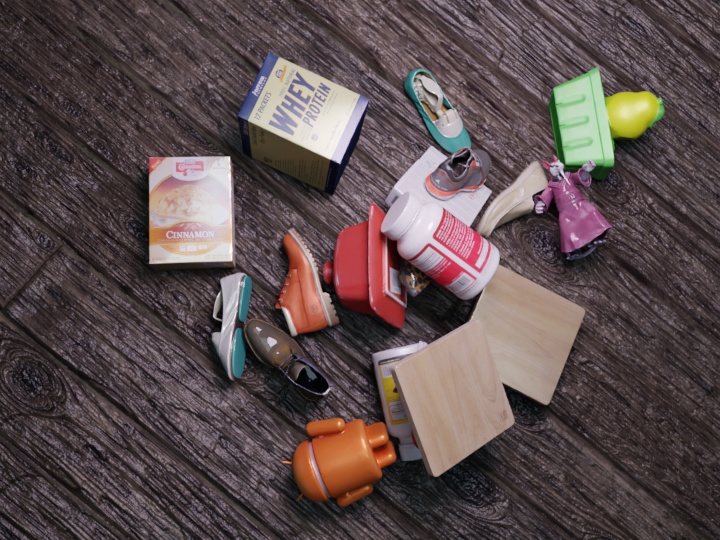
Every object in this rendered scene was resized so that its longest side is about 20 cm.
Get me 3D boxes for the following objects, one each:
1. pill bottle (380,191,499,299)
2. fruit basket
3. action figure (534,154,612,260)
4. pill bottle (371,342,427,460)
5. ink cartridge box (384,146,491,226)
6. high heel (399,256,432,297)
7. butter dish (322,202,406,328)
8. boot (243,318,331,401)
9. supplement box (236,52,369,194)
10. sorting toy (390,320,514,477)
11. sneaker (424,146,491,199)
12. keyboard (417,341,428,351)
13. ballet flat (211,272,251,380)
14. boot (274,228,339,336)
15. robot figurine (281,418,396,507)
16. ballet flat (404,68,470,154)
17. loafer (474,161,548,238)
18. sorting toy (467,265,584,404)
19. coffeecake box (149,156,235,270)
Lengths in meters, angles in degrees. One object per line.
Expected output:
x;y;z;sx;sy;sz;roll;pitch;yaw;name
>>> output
0.137;-0.046;1.288;0.199;0.112;0.113;35;78;-16;pill bottle
0.491;-0.295;1.464;0.213;0.156;0.218;-1;83;8;fruit basket
0.416;-0.134;1.426;0.133;0.149;0.202;-25;76;22;action figure
0.093;0.242;1.357;0.110;0.111;0.202;-10;83;-8;pill bottle
0.155;-0.142;1.432;0.162;0.057;0.200;38;38;2;ink cartridge box
0.154;0.012;1.389;0.198;0.071;0.144;22;53;-28;high heel
0.000;0.000;1.366;0.146;0.200;0.202;-6;73;18;butter dish
-0.128;0.159;1.337;0.200;0.097;0.075;44;71;-9;boot
-0.108;-0.266;1.368;0.198;0.200;0.135;24;78;-1;supplement box
0.150;0.218;1.282;0.197;0.069;0.202;-24;98;-30;sorting toy
0.207;-0.201;1.419;0.077;0.082;0.200;44;45;11;sneaker
0.169;0.201;1.364;0.199;0.011;0.057;37;57;-32;keyboard
-0.245;0.104;1.370;0.069;0.069;0.203;5;76;-6;ballet flat
-0.123;0.024;1.389;0.106;0.075;0.202;-21;83;-2;boot
-0.038;0.340;1.317;0.198;0.144;0.117;-22;50;1;robot figurine
0.157;-0.320;1.474;0.067;0.070;0.201;-35;87;-11;ballet flat
0.307;-0.132;1.459;0.068;0.076;0.200;42;78;7;loafer
0.298;0.124;1.414;0.198;0.070;0.200;27;77;-2;sorting toy
-0.316;-0.108;1.384;0.152;0.073;0.203;-2;81;-6;coffeecake box
